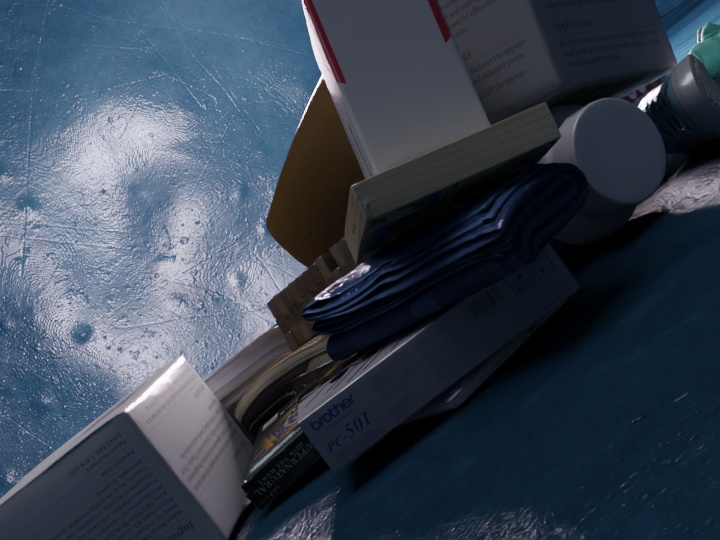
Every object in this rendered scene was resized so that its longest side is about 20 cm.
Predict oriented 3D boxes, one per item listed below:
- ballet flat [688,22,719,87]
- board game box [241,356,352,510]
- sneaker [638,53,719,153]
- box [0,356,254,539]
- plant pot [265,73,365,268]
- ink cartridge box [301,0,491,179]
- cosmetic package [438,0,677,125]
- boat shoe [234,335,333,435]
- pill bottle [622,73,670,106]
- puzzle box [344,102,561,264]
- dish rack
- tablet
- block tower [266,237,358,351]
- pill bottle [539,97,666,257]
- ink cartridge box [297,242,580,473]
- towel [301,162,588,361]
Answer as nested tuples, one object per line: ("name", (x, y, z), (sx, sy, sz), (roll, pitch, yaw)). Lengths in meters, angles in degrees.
("ballet flat", (0.372, -0.213, 1.153), (0.070, 0.068, 0.200), (-9, 17, 25))
("board game box", (-0.010, 0.093, 0.908), (0.200, 0.028, 0.135), (-43, 8, 10))
("sneaker", (0.264, -0.124, 0.946), (0.082, 0.074, 0.200), (-37, -8, 18))
("box", (-0.201, 0.195, 0.936), (0.200, 0.131, 0.199), (-38, 3, 8))
("plant pot", (0.002, -0.097, 1.098), (0.200, 0.186, 0.186), (-51, 0, 14))
("ink cartridge box", (0.024, -0.130, 0.824), (0.084, 0.146, 0.200), (-22, -5, 0))
("cosmetic package", (0.125, -0.221, 0.950), (0.164, 0.201, 0.165), (-15, -7, -41))
("boat shoe", (-0.026, 0.095, 1.013), (0.200, 0.065, 0.072), (-37, -18, 16))
("pill bottle", (0.228, -0.140, 1.136), (0.200, 0.112, 0.112), (-41, 5, -38))
("puzzle box", (0.055, -0.053, 0.781), (0.132, 0.026, 0.200), (-24, -6, -4))
("dish rack", (-0.121, 0.145, 1.117), (0.200, 0.044, 0.172), (-38, -25, -3))
("tablet", (0.060, 0.074, 0.844), (0.130, 0.014, 0.200), (-39, 4, -30))
("block tower", (0.000, 0.000, 0.990), (0.200, 0.054, 0.058), (-41, -18, 34))
("pill bottle", (0.155, -0.067, 0.923), (0.111, 0.111, 0.200), (-39, 4, -24))
("ink cartridge box", (0.048, 0.051, 0.774), (0.200, 0.044, 0.094), (-37, 5, -1))
("towel", (0.053, -0.009, 0.760), (0.200, 0.049, 0.112), (-31, 6, 45))
